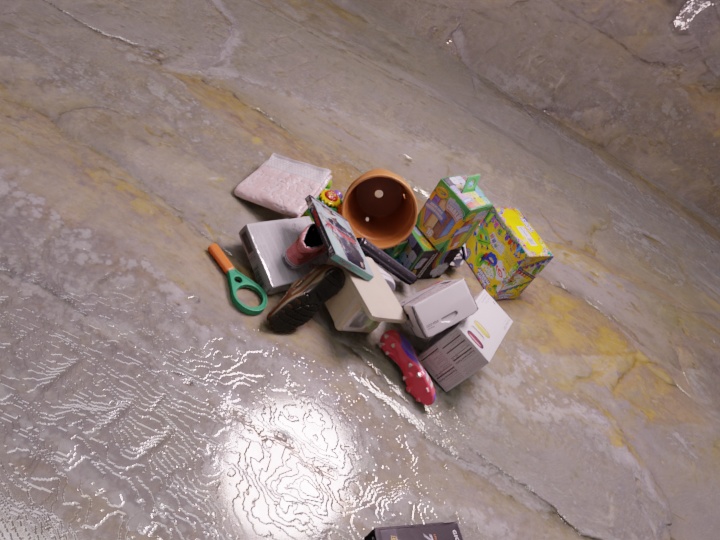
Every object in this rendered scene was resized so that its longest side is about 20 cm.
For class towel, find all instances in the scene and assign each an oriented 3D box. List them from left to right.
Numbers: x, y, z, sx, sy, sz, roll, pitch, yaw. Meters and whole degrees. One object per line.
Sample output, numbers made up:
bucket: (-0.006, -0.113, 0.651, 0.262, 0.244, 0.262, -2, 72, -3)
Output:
towel: (-0.199, -0.226, 1.590, 0.197, 0.033, 0.192, 20, 50, 20)

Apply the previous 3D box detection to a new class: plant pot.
plant pot: (0.050, -0.179, 1.600, 0.197, 0.202, 0.141, 25, 27, -12)

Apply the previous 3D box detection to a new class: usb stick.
usb stick: (0.066, -0.024, 1.583, 0.198, 0.033, 0.055, 34, -7, -24)

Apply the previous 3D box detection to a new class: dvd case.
dvd case: (-0.049, -0.076, 1.403, 0.145, 0.022, 0.202, 31, 25, -45)

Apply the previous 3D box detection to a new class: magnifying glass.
magnifying glass: (-0.280, 0.018, 1.364, 0.079, 0.023, 0.201, -19, 64, -46)

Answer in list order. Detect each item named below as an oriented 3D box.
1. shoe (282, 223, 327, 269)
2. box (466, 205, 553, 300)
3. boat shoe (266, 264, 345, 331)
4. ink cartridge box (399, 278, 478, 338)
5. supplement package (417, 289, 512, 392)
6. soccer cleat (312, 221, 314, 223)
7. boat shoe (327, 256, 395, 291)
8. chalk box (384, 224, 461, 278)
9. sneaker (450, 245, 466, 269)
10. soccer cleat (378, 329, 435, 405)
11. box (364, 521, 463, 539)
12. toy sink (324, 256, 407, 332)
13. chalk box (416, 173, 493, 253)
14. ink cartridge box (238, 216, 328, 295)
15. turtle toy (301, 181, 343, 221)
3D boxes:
shoe: (-0.097, -0.077, 1.441, 0.072, 0.091, 0.200, 52, 43, -1)
box: (0.434, -0.051, 1.827, 0.120, 0.194, 0.202, -1, 50, -36)
boat shoe: (-0.125, 0.057, 1.356, 0.199, 0.077, 0.074, -36, 37, -18)
ink cartridge box: (0.172, 0.088, 1.435, 0.143, 0.200, 0.086, -27, 93, -9)
supplement package: (0.257, 0.168, 1.479, 0.111, 0.156, 0.200, 47, 38, 2)
soccer cleat: (-0.089, -0.084, 1.561, 0.196, 0.070, 0.088, 3, 68, -33)
boat shoe: (0.000, 0.000, 1.558, 0.198, 0.074, 0.066, 30, 28, -25)
chalk box: (0.154, -0.061, 1.685, 0.197, 0.126, 0.125, -2, 50, -39)
sneaker: (0.277, -0.080, 1.758, 0.078, 0.200, 0.132, -2, 58, -12)
soccer cleat: (0.120, 0.219, 1.413, 0.076, 0.067, 0.201, -8, 52, -47)
box: (0.119, 0.554, 1.067, 0.195, 0.050, 0.203, 9, 45, -28)
toy sink: (-0.003, 0.072, 1.422, 0.129, 0.113, 0.202, 8, 40, -46)
chalk box: (0.257, -0.167, 1.609, 0.123, 0.201, 0.124, -16, 59, -45)
ink cartridge box: (-0.175, -0.039, 1.450, 0.198, 0.057, 0.165, -11, 72, -49)
turtle toy: (-0.102, -0.184, 1.643, 0.143, 0.102, 0.202, 7, 45, -31)
